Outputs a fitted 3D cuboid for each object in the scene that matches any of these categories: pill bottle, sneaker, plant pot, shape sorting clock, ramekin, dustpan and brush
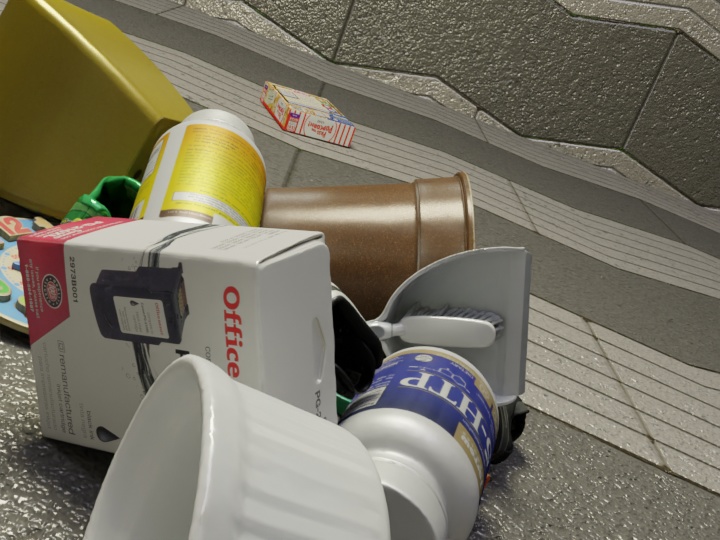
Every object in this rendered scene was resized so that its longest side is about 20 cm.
[{"bbox_3d":[0.032,0.144,0.611,0.119,0.121,0.200,24,21,8],"label":"pill bottle"},{"bbox_3d":[-0.215,-0.045,0.795,0.074,0.084,0.200,31,13,3],"label":"sneaker"},{"bbox_3d":[-0.288,-0.149,0.892,0.175,0.201,0.200,34,9,5],"label":"plant pot"},{"bbox_3d":[-0.047,0.075,0.632,0.075,0.202,0.115,-32,59,-31],"label":"sneaker"},{"bbox_3d":[-0.274,0.004,0.767,0.198,0.040,0.200,19,21,-7],"label":"shape sorting clock"},{"bbox_3d":[-0.069,0.150,0.392,0.097,0.202,0.201,21,19,-22],"label":"ramekin"},{"bbox_3d":[-0.140,-0.056,0.734,0.108,0.110,0.201,17,40,-14],"label":"pill bottle"},{"bbox_3d":[0.123,0.132,0.832,0.083,0.071,0.200,46,18,-3],"label":"sneaker"},{"bbox_3d":[0.000,0.000,0.829,0.195,0.203,0.201,2,22,-1],"label":"plant pot"},{"bbox_3d":[0.044,0.049,0.713,0.197,0.142,0.057,2,13,7],"label":"dustpan and brush"}]

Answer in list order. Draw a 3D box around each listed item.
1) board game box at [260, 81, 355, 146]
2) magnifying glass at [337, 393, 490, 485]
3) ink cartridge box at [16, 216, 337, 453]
[{"bbox_3d":[-0.112,-0.328,1.750,0.150,0.047,0.200,11,23,-26],"label":"board game box"},{"bbox_3d":[0.032,0.137,0.770,0.199,0.023,0.079,35,23,28],"label":"magnifying glass"},{"bbox_3d":[-0.122,0.047,0.562,0.198,0.147,0.084,5,16,27],"label":"ink cartridge box"}]
